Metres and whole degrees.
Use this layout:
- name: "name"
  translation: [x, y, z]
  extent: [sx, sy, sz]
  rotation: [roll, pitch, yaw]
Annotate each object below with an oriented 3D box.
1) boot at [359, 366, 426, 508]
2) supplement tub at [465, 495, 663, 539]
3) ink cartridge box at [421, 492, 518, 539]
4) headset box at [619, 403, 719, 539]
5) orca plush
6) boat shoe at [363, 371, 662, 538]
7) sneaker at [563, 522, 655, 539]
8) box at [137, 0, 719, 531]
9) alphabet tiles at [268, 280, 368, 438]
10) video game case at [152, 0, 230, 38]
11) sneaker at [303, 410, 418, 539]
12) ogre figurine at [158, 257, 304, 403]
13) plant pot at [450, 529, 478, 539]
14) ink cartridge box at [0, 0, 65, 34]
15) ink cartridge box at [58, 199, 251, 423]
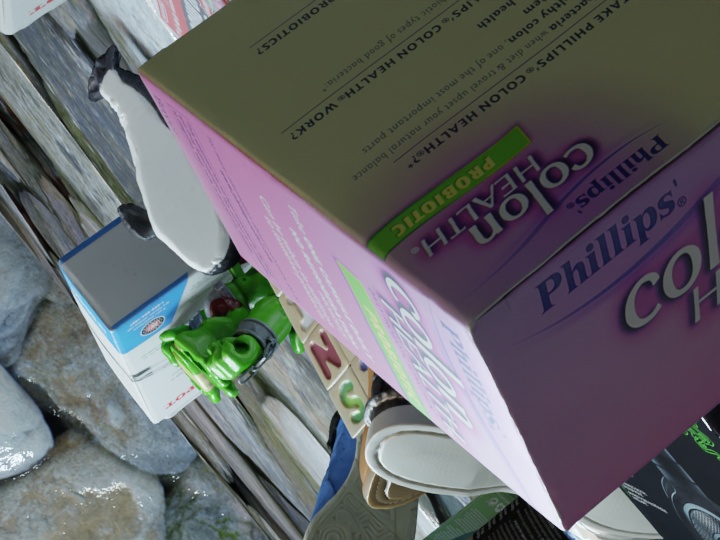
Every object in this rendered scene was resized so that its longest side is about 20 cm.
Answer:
- name: "boot"
  translation: [0.009, 0.011, 1.102]
  extent: [0.155, 0.077, 0.200]
  rotation: [42, 133, 37]
- name: "supplement tub"
  translation: [0.088, 0.211, 1.198]
  extent: [0.123, 0.200, 0.123]
  rotation: [48, -172, -9]
- name: "ink cartridge box"
  translation: [0.059, 0.265, 1.508]
  extent: [0.048, 0.200, 0.146]
  rotation: [38, 161, 56]
- name: "headset box"
  translation: [0.154, 0.056, 0.764]
  extent: [0.200, 0.093, 0.174]
  rotation: [49, 170, -23]
- name: "orca plush"
  translation: [-0.138, -0.077, 1.579]
  extent: [0.200, 0.105, 0.071]
  rotation: [43, -164, 27]
- name: "boat shoe"
  translation: [0.099, 0.083, 1.023]
  extent: [0.074, 0.200, 0.060]
  rotation: [110, 168, -49]
- name: "sneaker"
  translation: [0.098, 0.062, 1.137]
  extent: [0.200, 0.075, 0.088]
  rotation: [41, 149, 29]
- name: "box"
  translation: [0.059, -0.047, 0.675]
  extent: [0.200, 0.176, 0.097]
  rotation: [38, 161, 48]
- name: "alphabet tiles"
  translation: [0.000, 0.000, 1.182]
  extent: [0.200, 0.006, 0.166]
  rotation: [61, 143, 19]
- name: "video game case"
  translation: [-0.071, -0.133, 1.286]
  extent: [0.200, 0.017, 0.143]
  rotation: [47, 167, 20]
- name: "sneaker"
  translation: [0.006, 0.154, 1.463]
  extent: [0.077, 0.200, 0.111]
  rotation: [13, 170, 1]
- name: "ogre figurine"
  translation: [-0.084, 0.034, 1.571]
  extent: [0.098, 0.120, 0.200]
  rotation: [46, 169, 8]
- name: "plant pot"
  translation: [0.104, 0.268, 1.395]
  extent: [0.201, 0.200, 0.161]
  rotation: [26, 138, 64]
- name: "ink cartridge box"
  translation: [-0.141, -0.209, 1.025]
  extent: [0.084, 0.144, 0.200]
  rotation: [53, 167, 3]
- name: "ink cartridge box"
  translation: [-0.151, 0.022, 1.715]
  extent: [0.084, 0.146, 0.200]
  rotation: [48, 166, 22]
